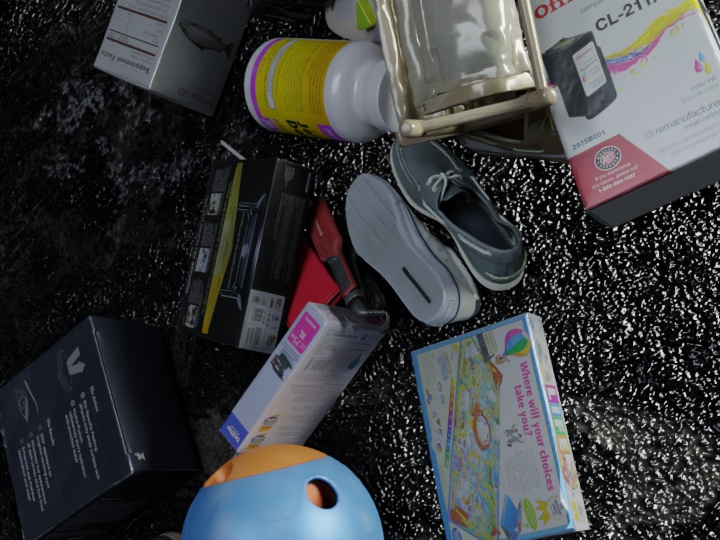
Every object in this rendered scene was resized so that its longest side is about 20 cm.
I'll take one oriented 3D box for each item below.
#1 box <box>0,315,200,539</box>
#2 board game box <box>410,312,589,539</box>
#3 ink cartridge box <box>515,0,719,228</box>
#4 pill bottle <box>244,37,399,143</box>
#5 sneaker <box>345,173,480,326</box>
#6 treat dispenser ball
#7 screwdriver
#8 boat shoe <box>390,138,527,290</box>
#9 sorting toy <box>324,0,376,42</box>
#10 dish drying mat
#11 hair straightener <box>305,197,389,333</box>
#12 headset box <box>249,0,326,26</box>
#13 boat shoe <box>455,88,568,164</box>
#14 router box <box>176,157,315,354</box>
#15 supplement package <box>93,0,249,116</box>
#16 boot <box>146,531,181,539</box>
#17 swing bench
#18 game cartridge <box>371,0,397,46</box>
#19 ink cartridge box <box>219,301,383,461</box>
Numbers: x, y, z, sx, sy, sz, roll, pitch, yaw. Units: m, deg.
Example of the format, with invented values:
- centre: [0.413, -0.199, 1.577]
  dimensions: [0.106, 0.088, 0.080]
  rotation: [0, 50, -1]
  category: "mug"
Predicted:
- centre: [-0.318, 0.193, 1.246]
  dimensions: [0.199, 0.117, 0.199]
  rotation: [-35, 63, 26]
  category: "box"
- centre: [0.128, 0.157, 0.990]
  dimensions: [0.133, 0.034, 0.203]
  rotation: [-21, 70, 31]
  category: "board game box"
- centre: [0.233, -0.161, 0.882]
  dimensions: [0.144, 0.082, 0.203]
  rotation: [-25, 69, 26]
  category: "ink cartridge box"
- centre: [-0.027, -0.192, 1.110]
  dimensions: [0.198, 0.103, 0.106]
  rotation: [14, 89, 44]
  category: "pill bottle"
- centre: [0.050, -0.018, 1.058]
  dimensions: [0.073, 0.070, 0.201]
  rotation: [-49, 52, 26]
  category: "sneaker"
- centre: [-0.075, 0.271, 1.009]
  dimensions: [0.198, 0.200, 0.205]
  rotation: [-7, 77, 33]
  category: "treat dispenser ball"
- centre: [-0.113, -0.109, 1.215]
  dimensions: [0.199, 0.029, 0.028]
  rotation: [39, 103, 33]
  category: "screwdriver"
- centre: [0.097, -0.073, 1.025]
  dimensions: [0.072, 0.062, 0.201]
  rotation: [-29, 65, -13]
  category: "boat shoe"
- centre: [0.025, -0.326, 1.134]
  dimensions: [0.179, 0.106, 0.203]
  rotation: [14, 89, 55]
  category: "sorting toy"
- centre: [-0.082, -0.003, 1.142]
  dimensions: [0.077, 0.018, 0.200]
  rotation: [-53, 39, 13]
  category: "dish drying mat"
- centre: [0.000, 0.000, 1.083]
  dimensions: [0.041, 0.076, 0.201]
  rotation: [-49, 37, 14]
  category: "hair straightener"
- centre: [-0.059, -0.379, 1.142]
  dimensions: [0.200, 0.074, 0.151]
  rotation: [156, 117, -66]
  category: "headset box"
- centre: [0.176, -0.142, 0.993]
  dimensions: [0.197, 0.068, 0.076]
  rotation: [-3, 79, 34]
  category: "boat shoe"
- centre: [-0.129, -0.019, 1.145]
  dimensions: [0.156, 0.052, 0.204]
  rotation: [8, 85, 56]
  category: "router box"
- centre: [-0.218, -0.311, 1.272]
  dimensions: [0.116, 0.116, 0.203]
  rotation: [24, 95, 35]
  category: "supplement package"
- centre: [-0.211, 0.366, 1.117]
  dimensions: [0.073, 0.150, 0.200]
  rotation: [-50, 58, 16]
  category: "boot"
- centre: [0.075, -0.222, 0.908]
  dimensions: [0.128, 0.200, 0.202]
  rotation: [-12, 95, 2]
  category: "swing bench"
- centre: [0.090, -0.307, 1.049]
  dimensions: [0.038, 0.128, 0.203]
  rotation: [14, 90, 54]
  category: "game cartridge"
- centre: [-0.067, 0.125, 1.081]
  dimensions: [0.042, 0.119, 0.201]
  rotation: [41, 105, 28]
  category: "ink cartridge box"
